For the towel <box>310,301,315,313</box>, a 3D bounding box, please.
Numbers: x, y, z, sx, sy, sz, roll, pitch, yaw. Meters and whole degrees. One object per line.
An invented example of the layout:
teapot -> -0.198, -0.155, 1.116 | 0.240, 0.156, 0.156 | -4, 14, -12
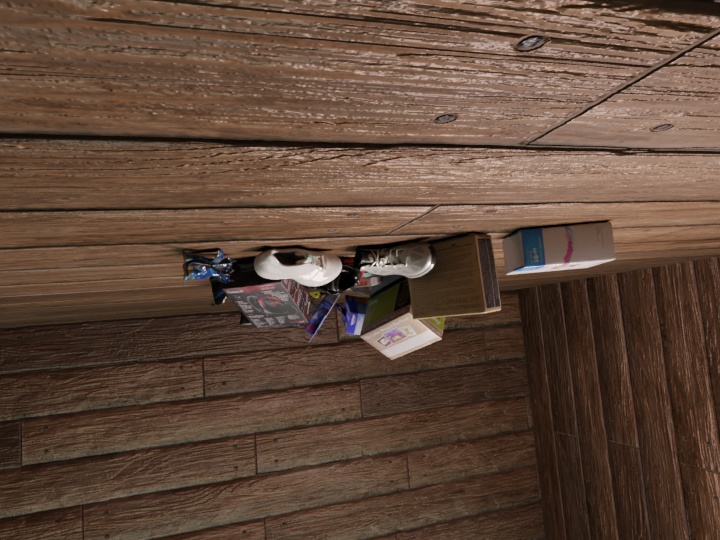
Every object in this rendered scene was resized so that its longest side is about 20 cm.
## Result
towel -> -0.239, 0.108, 1.647 | 0.168, 0.049, 0.200 | 4, 173, -15

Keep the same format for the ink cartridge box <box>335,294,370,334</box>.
ink cartridge box -> 0.017, 0.142, 1.658 | 0.196, 0.078, 0.137 | 7, -162, -11

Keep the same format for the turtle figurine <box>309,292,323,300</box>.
turtle figurine -> -0.147, 0.057, 1.597 | 0.197, 0.066, 0.161 | -14, -178, -20

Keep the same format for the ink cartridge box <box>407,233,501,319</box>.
ink cartridge box -> 0.200, 0.017, 1.185 | 0.074, 0.168, 0.198 | -2, 174, -44

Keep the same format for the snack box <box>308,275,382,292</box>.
snack box -> -0.045, 0.036, 1.422 | 0.197, 0.025, 0.072 | -7, -178, 26

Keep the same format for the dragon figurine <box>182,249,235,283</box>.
dragon figurine -> -0.291, -0.008, 1.038 | 0.098, 0.060, 0.200 | -4, 174, -12

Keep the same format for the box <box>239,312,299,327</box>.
box -> -0.271, 0.143, 1.582 | 0.134, 0.038, 0.199 | 6, 171, -22

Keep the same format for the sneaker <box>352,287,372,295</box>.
sneaker -> 0.014, 0.048, 1.710 | 0.087, 0.077, 0.200 | 1, 174, -21

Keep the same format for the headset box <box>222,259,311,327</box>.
headset box -> -0.217, 0.048, 1.251 | 0.146, 0.076, 0.201 | -7, 143, 14

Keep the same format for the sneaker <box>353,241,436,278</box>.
sneaker -> 0.062, -0.018, 1.164 | 0.114, 0.077, 0.199 | -2, 176, -43

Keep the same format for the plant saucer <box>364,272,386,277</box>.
plant saucer -> 0.000, 0.000, 1.468 | 0.197, 0.039, 0.201 | -6, 175, -1

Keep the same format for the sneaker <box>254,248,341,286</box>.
sneaker -> -0.114, -0.015, 1.112 | 0.197, 0.076, 0.088 | 0, 160, -33

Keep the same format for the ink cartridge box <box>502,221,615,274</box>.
ink cartridge box -> 0.429, -0.046, 1.176 | 0.196, 0.086, 0.145 | -6, 174, -1

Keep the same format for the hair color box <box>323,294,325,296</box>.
hair color box -> -0.174, 0.054, 1.724 | 0.197, 0.062, 0.101 | -4, 174, -20

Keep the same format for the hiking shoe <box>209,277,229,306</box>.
hiking shoe -> -0.304, 0.049, 1.431 | 0.197, 0.088, 0.074 | -2, 173, -29

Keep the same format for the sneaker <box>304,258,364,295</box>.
sneaker -> -0.087, 0.020, 1.314 | 0.197, 0.072, 0.098 | -7, -158, -1

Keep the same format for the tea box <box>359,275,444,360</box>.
tea box -> 0.123, 0.108, 1.481 | 0.133, 0.199, 0.199 | 38, 137, -22

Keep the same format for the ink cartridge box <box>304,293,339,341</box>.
ink cartridge box -> -0.106, 0.112, 1.600 | 0.120, 0.042, 0.201 | -56, -177, 33
